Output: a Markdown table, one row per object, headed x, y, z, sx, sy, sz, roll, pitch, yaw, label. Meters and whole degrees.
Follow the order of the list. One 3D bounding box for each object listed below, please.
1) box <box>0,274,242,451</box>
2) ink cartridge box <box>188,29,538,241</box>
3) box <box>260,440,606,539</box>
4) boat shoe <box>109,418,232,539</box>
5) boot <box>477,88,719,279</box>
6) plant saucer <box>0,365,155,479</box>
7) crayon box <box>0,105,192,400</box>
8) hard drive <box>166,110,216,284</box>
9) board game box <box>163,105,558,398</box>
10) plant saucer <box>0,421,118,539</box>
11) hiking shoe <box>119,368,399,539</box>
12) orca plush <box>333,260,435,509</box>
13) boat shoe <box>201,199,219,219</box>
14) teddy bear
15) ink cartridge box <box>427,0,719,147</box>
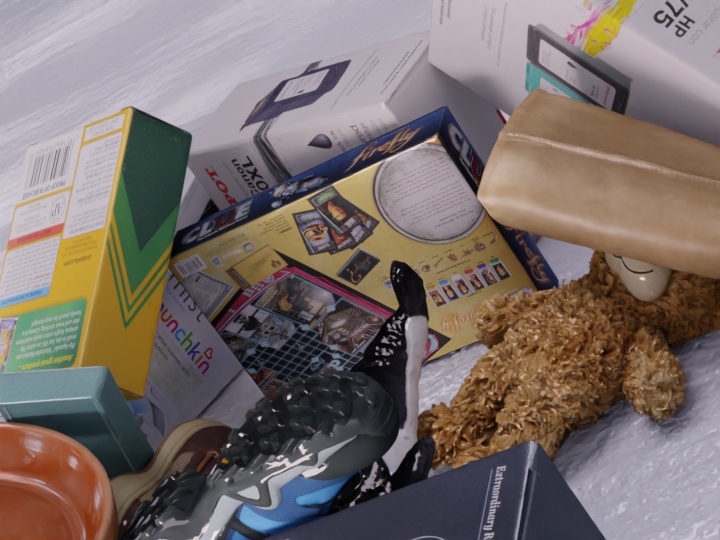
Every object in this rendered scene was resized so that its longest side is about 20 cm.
| x | y | z | sx | sy | sz | roll | pitch | yaw | label |
| --- | --- | --- | --- | --- | --- | --- | --- | --- | --- |
| -0.200 | 0.073 | 1.422 | 0.177 | 0.097 | 0.199 | -47 | 26 | -25 | box |
| 0.003 | -0.059 | 1.329 | 0.199 | 0.145 | 0.085 | -9 | 35 | 46 | ink cartridge box |
| 0.011 | 0.187 | 0.909 | 0.199 | 0.107 | 0.149 | -23 | 28 | 28 | box |
| -0.092 | 0.137 | 1.172 | 0.071 | 0.073 | 0.200 | 17 | 11 | 13 | boat shoe |
| 0.151 | -0.012 | 1.027 | 0.198 | 0.067 | 0.175 | 17 | 35 | 18 | boot |
| -0.155 | 0.107 | 1.180 | 0.069 | 0.200 | 0.019 | -4 | 62 | 7 | plant saucer |
| -0.172 | 0.013 | 1.259 | 0.125 | 0.051 | 0.202 | -13 | 61 | 50 | crayon box |
| -0.163 | -0.026 | 1.401 | 0.131 | 0.027 | 0.201 | -19 | 31 | 31 | hard drive |
| 0.000 | 0.000 | 1.237 | 0.199 | 0.136 | 0.035 | -23 | 26 | 26 | board game box |
| -0.219 | 0.148 | 1.044 | 0.198 | 0.033 | 0.201 | -9 | 30 | 5 | plant saucer |
| -0.037 | 0.117 | 1.012 | 0.200 | 0.087 | 0.075 | -36 | 18 | 39 | hiking shoe |
| -0.006 | 0.089 | 1.078 | 0.105 | 0.070 | 0.202 | 144 | 140 | -70 | orca plush |
| -0.048 | -0.056 | 1.491 | 0.198 | 0.074 | 0.060 | -25 | 20 | 5 | boat shoe |
| 0.110 | 0.044 | 1.092 | 0.199 | 0.067 | 0.145 | -34 | 26 | 7 | teddy bear |
| 0.162 | -0.152 | 1.173 | 0.199 | 0.146 | 0.147 | 35 | 65 | 18 | ink cartridge box |
